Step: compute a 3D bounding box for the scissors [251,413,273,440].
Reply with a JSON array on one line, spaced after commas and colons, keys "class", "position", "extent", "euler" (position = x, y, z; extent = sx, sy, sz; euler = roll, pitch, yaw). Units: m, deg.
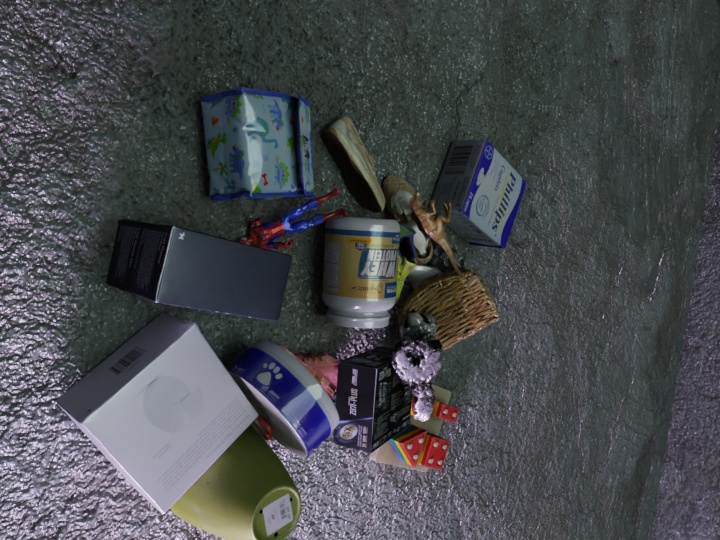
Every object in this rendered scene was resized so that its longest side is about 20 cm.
[{"class": "scissors", "position": [-0.219, 0.215, 1.011], "extent": [0.200, 0.073, 0.014], "euler": [47, 63, 0]}]

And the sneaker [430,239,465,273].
[{"class": "sneaker", "position": [0.147, -0.069, 1.310], "extent": [0.074, 0.089, 0.200], "euler": [-39, 101, 2]}]

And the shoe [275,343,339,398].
[{"class": "shoe", "position": [-0.102, 0.180, 1.109], "extent": [0.091, 0.071, 0.200], "euler": [-54, 132, -26]}]

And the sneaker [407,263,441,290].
[{"class": "sneaker", "position": [0.153, 0.038, 1.323], "extent": [0.200, 0.070, 0.081], "euler": [29, 80, -41]}]

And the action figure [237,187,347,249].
[{"class": "action figure", "position": [-0.117, -0.080, 1.009], "extent": [0.199, 0.099, 0.066], "euler": [-24, 103, -10]}]

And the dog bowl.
[{"class": "dog bowl", "position": [-0.134, 0.216, 0.992], "extent": [0.079, 0.200, 0.201], "euler": [-43, 122, -27]}]

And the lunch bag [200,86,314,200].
[{"class": "lunch bag", "position": [-0.149, -0.203, 0.980], "extent": [0.200, 0.127, 0.171], "euler": [-12, 102, -54]}]

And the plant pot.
[{"class": "plant pot", "position": [-0.190, 0.356, 0.959], "extent": [0.186, 0.199, 0.189], "euler": [-7, 100, -42]}]

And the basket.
[{"class": "basket", "position": [0.183, 0.081, 1.288], "extent": [0.143, 0.199, 0.149], "euler": [58, 10, -2]}]

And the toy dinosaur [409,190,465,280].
[{"class": "toy dinosaur", "position": [0.158, -0.081, 1.215], "extent": [0.200, 0.060, 0.106], "euler": [52, 47, -17]}]

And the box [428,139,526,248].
[{"class": "box", "position": [0.279, -0.177, 1.385], "extent": [0.200, 0.105, 0.185], "euler": [31, 76, -42]}]

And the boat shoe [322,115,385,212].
[{"class": "boat shoe", "position": [0.001, -0.204, 1.149], "extent": [0.065, 0.072, 0.200], "euler": [-47, 119, -26]}]

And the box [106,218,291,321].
[{"class": "box", "position": [-0.240, -0.001, 0.875], "extent": [0.199, 0.182, 0.105], "euler": [14, 86, -42]}]

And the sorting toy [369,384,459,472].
[{"class": "sorting toy", "position": [0.138, 0.359, 1.353], "extent": [0.198, 0.069, 0.201], "euler": [28, 77, -41]}]

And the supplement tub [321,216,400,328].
[{"class": "supplement tub", "position": [0.000, 0.000, 1.123], "extent": [0.144, 0.144, 0.201], "euler": [-2, 97, -42]}]

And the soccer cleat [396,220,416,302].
[{"class": "soccer cleat", "position": [0.076, -0.005, 1.215], "extent": [0.065, 0.083, 0.201], "euler": [-30, 133, -44]}]

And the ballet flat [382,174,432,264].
[{"class": "ballet flat", "position": [0.105, -0.107, 1.226], "extent": [0.070, 0.065, 0.201], "euler": [-26, 97, -2]}]

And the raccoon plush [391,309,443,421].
[{"class": "raccoon plush", "position": [0.109, 0.180, 1.179], "extent": [0.134, 0.096, 0.201], "euler": [-70, 167, -70]}]

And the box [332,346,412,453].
[{"class": "box", "position": [0.031, 0.252, 1.186], "extent": [0.200, 0.086, 0.165], "euler": [-5, 100, -63]}]

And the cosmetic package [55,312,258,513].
[{"class": "cosmetic package", "position": [-0.298, 0.209, 0.891], "extent": [0.199, 0.123, 0.201], "euler": [-44, 121, -30]}]
